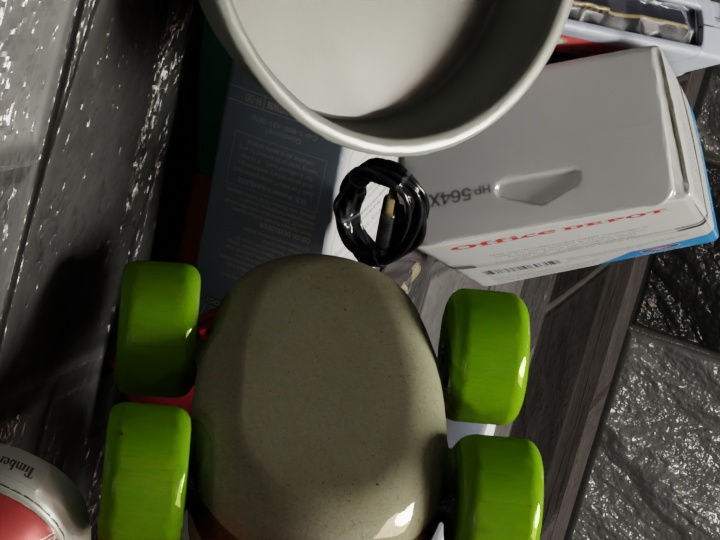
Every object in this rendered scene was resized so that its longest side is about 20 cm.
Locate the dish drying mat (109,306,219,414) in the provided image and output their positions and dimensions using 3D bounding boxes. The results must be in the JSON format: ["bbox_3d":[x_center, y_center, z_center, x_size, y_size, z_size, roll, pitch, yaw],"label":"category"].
[{"bbox_3d":[-0.031,0.108,0.997,0.201,0.076,0.018,61,11,-19],"label":"dish drying mat"}]

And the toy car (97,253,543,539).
[{"bbox_3d":[-0.025,0.110,0.918,0.158,0.163,0.201,-90,-172,-48],"label":"toy car"}]

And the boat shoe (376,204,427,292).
[{"bbox_3d":[0.000,0.000,1.226,0.200,0.074,0.074,-8,115,-75],"label":"boat shoe"}]

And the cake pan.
[{"bbox_3d":[0.008,-0.147,0.901,0.199,0.037,0.202,-5,98,-38],"label":"cake pan"}]

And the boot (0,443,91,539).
[{"bbox_3d":[-0.147,0.179,0.858,0.201,0.072,0.145,79,30,-49],"label":"boot"}]

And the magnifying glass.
[{"bbox_3d":[-0.059,-0.064,1.002,0.080,0.022,0.201,-42,150,-66],"label":"magnifying glass"}]

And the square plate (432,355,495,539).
[{"bbox_3d":[0.011,0.133,1.285,0.200,0.028,0.199,39,-68,62],"label":"square plate"}]

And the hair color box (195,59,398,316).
[{"bbox_3d":[-0.031,-0.013,1.016,0.099,0.060,0.201,-47,152,-61],"label":"hair color box"}]

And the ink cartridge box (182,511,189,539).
[{"bbox_3d":[-0.053,0.146,1.138,0.200,0.084,0.147,-30,137,-71],"label":"ink cartridge box"}]

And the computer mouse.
[{"bbox_3d":[0.005,0.023,0.966,0.034,0.059,0.201,-42,152,-26],"label":"computer mouse"}]

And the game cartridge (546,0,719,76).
[{"bbox_3d":[0.089,-0.123,1.164,0.199,0.133,0.041,5,83,-41],"label":"game cartridge"}]

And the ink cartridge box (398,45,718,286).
[{"bbox_3d":[0.109,-0.052,1.207,0.200,0.145,0.085,27,53,-76],"label":"ink cartridge box"}]
